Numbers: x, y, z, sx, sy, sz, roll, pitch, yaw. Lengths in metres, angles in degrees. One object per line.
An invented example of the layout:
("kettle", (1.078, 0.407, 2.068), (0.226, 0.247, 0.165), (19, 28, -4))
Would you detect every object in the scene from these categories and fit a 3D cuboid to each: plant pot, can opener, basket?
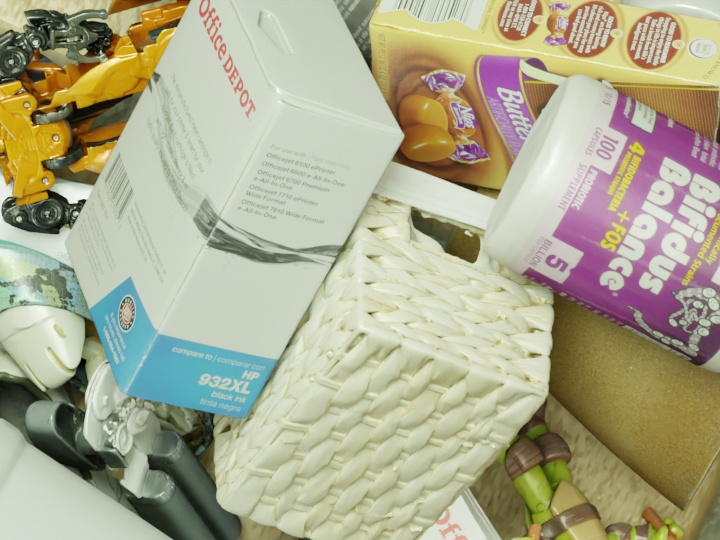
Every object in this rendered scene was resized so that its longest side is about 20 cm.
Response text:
("plant pot", (0.156, 0.009, 1.693), (0.200, 0.186, 0.187), (33, 91, 8))
("can opener", (-0.127, 0.118, 1.681), (0.066, 0.200, 0.053), (0, 58, 26))
("basket", (0.010, 0.055, 1.608), (0.135, 0.124, 0.200), (20, 134, -19))

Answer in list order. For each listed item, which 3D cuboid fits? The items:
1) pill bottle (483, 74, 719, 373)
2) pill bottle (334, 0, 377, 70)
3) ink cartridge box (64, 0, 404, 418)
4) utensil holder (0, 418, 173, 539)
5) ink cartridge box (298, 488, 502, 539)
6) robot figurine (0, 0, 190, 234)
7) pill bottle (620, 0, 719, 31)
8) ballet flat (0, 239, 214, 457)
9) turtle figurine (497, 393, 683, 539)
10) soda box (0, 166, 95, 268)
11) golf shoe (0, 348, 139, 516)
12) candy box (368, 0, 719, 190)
("pill bottle", (0.176, -0.014, 1.540), (0.200, 0.112, 0.113), (26, 91, -4))
("pill bottle", (0.018, -0.176, 1.699), (0.200, 0.111, 0.111), (39, 91, -3))
("ink cartridge box", (-0.072, -0.044, 1.575), (0.084, 0.145, 0.200), (14, 120, -29))
("utensil holder", (-0.165, 0.207, 1.600), (0.200, 0.170, 0.170), (33, 91, -6))
("ink cartridge box", (0.006, 0.224, 1.731), (0.200, 0.083, 0.147), (-32, 93, 0))
("robot figurine", (-0.131, -0.097, 1.653), (0.199, 0.058, 0.145), (-14, 119, -9))
("pill bottle", (0.209, -0.193, 1.659), (0.111, 0.111, 0.200), (22, 53, -3))
("ballet flat", (-0.157, 0.050, 1.684), (0.200, 0.074, 0.074), (30, 91, -28))
("turtle figurine", (0.127, 0.145, 1.721), (0.064, 0.200, 0.162), (-38, 70, 36))
("soda box", (-0.138, -0.016, 1.721), (0.199, 0.068, 0.064), (10, 91, -3))
("golf shoe", (-0.177, 0.136, 1.714), (0.078, 0.097, 0.200), (-33, 95, -2))
("candy box", (0.107, -0.097, 1.611), (0.199, 0.117, 0.057), (10, 50, 11))
